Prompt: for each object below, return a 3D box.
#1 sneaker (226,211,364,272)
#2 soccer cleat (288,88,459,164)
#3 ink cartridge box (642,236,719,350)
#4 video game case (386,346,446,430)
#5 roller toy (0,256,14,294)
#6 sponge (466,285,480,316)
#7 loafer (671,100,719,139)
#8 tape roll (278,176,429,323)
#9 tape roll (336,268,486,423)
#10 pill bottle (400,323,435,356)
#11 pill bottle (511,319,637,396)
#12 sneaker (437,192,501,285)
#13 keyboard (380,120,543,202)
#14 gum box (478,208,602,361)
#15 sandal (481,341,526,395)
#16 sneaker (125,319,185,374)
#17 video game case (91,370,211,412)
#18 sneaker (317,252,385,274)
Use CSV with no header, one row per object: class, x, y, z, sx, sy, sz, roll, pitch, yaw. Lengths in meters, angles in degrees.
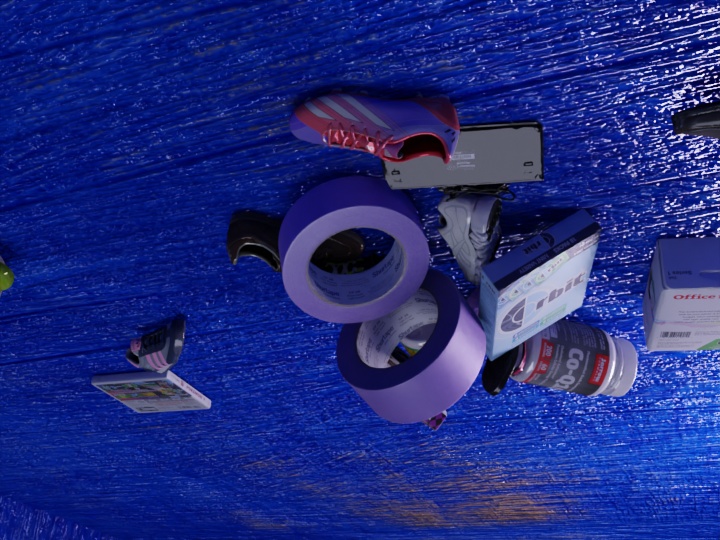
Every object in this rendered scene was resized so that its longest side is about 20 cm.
sneaker,-0.093,-0.025,1.147,0.196,0.077,0.071,9,150,-6
soccer cleat,0.013,-0.156,0.903,0.195,0.078,0.067,1,151,7
ink cartridge box,0.491,0.037,1.158,0.142,0.085,0.201,-2,150,12
video game case,0.057,0.163,1.308,0.180,0.036,0.200,38,-172,-3
roller toy,-0.664,0.030,1.264,0.181,0.142,0.198,27,144,-33
sponge,0.182,0.079,1.209,0.111,0.030,0.201,20,114,-47
loafer,0.428,-0.143,0.846,0.195,0.074,0.073,1,-174,10
tape roll,-0.010,-0.024,1.076,0.196,0.066,0.203,-6,132,-7
tape roll,0.069,0.102,1.118,0.197,0.202,0.085,-15,132,31
pill bottle,0.129,0.112,1.315,0.111,0.115,0.201,-7,148,20
pill bottle,0.348,0.144,1.335,0.196,0.116,0.114,13,150,-14
sneaker,0.147,-0.047,1.093,0.080,0.076,0.201,18,156,17
keyboard,0.123,-0.135,0.982,0.196,0.040,0.106,-1,127,12
gum box,0.243,0.025,1.123,0.168,0.045,0.201,-29,150,-11
sandal,0.232,0.127,1.253,0.045,0.201,0.075,40,120,-8
sneaker,-0.379,0.141,1.485,0.081,0.071,0.200,15,147,-23
video game case,-0.456,0.267,1.766,0.196,0.023,0.183,-6,149,21
sneaker,0.000,0.000,1.205,0.195,0.073,0.084,5,134,-8
